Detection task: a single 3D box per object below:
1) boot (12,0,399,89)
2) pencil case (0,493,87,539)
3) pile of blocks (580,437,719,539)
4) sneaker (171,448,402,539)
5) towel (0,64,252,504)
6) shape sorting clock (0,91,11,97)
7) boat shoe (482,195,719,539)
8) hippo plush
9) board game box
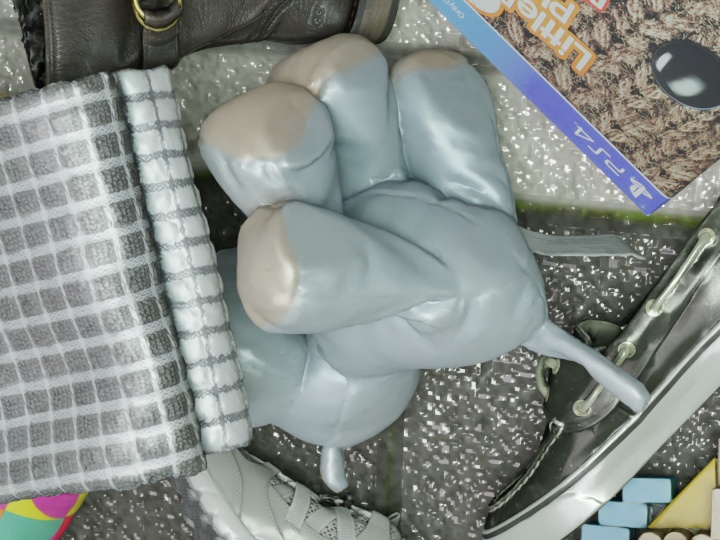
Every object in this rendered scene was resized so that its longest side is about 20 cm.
[{"bbox_3d":[-0.066,-0.164,0.732,0.174,0.069,0.200,-10,115,-24],"label":"boot"},{"bbox_3d":[-0.218,0.152,0.924,0.088,0.088,0.200,35,113,5],"label":"pencil case"},{"bbox_3d":[0.112,0.146,0.802,0.082,0.062,0.200,39,97,15],"label":"pile of blocks"},{"bbox_3d":[-0.020,0.140,0.874,0.200,0.082,0.075,47,159,11],"label":"sneaker"},{"bbox_3d":[-0.154,0.015,0.723,0.200,0.086,0.166,-12,96,31],"label":"towel"},{"bbox_3d":[-0.186,0.012,0.816,0.200,0.039,0.200,6,108,19],"label":"shape sorting clock"},{"bbox_3d":[0.115,0.050,0.798,0.064,0.071,0.200,42,105,1],"label":"boat shoe"},{"bbox_3d":[0.000,0.000,0.791,0.200,0.159,0.161,17,145,-20],"label":"hippo plush"},{"bbox_3d":[0.121,-0.140,0.646,0.159,0.097,0.200,44,151,2],"label":"board game box"}]
